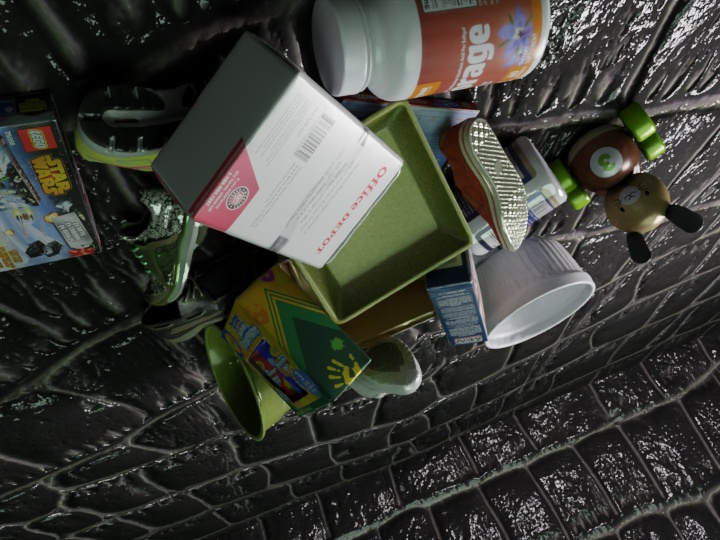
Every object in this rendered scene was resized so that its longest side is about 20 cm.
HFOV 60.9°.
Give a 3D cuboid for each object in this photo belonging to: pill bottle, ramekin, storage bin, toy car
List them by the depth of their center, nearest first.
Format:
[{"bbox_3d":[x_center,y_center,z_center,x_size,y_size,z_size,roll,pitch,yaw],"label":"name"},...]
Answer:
[{"bbox_3d":[0.062,-0.219,0.565,0.199,0.113,0.112,-15,152,-17],"label":"pill bottle"},{"bbox_3d":[0.000,0.000,0.852,0.197,0.094,0.201,-22,130,-2],"label":"storage bin"},{"bbox_3d":[0.183,-0.093,0.888,0.200,0.112,0.111,-35,151,21],"label":"pill bottle"},{"bbox_3d":[0.409,-0.114,0.928,0.164,0.201,0.157,-37,150,24],"label":"toy car"},{"bbox_3d":[0.269,0.033,1.008,0.199,0.105,0.201,-20,154,-11],"label":"ramekin"}]

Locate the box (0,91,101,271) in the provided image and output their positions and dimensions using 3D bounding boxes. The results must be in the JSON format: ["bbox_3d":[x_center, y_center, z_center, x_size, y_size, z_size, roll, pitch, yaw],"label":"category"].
[{"bbox_3d":[-0.339,-0.074,0.584,0.136,0.040,0.200,-13,151,-19],"label":"box"}]

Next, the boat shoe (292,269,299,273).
[{"bbox_3d":[-0.048,0.013,0.942,0.199,0.068,0.072,3,145,-39],"label":"boat shoe"}]

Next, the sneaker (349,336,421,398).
[{"bbox_3d":[0.028,0.151,0.910,0.078,0.200,0.100,-43,118,-23],"label":"sneaker"}]

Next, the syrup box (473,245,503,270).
[{"bbox_3d":[0.167,-0.027,1.022,0.199,0.082,0.079,-7,149,-27],"label":"syrup box"}]

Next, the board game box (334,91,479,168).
[{"bbox_3d":[0.042,-0.166,0.744,0.199,0.020,0.103,-5,146,-32],"label":"board game box"}]

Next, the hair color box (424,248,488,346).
[{"bbox_3d":[0.132,0.021,0.849,0.060,0.101,0.200,-10,151,12],"label":"hair color box"}]

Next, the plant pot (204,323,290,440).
[{"bbox_3d":[-0.126,0.144,1.007,0.189,0.201,0.200,-22,155,-28],"label":"plant pot"}]

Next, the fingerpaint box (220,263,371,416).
[{"bbox_3d":[-0.095,0.102,0.805,0.073,0.167,0.200,-44,180,-25],"label":"fingerpaint box"}]

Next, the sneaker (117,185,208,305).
[{"bbox_3d":[-0.240,-0.035,0.717,0.088,0.077,0.200,9,134,-27],"label":"sneaker"}]

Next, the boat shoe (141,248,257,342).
[{"bbox_3d":[-0.223,0.037,0.837,0.200,0.075,0.073,-38,150,22],"label":"boat shoe"}]

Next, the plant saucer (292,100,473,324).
[{"bbox_3d":[0.005,-0.068,0.721,0.199,0.048,0.200,-31,114,0],"label":"plant saucer"}]

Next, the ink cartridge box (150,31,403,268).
[{"bbox_3d":[-0.065,-0.097,0.568,0.146,0.085,0.200,-51,149,9],"label":"ink cartridge box"}]

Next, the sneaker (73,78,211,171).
[{"bbox_3d":[-0.177,-0.133,0.588,0.199,0.079,0.090,-6,174,-41],"label":"sneaker"}]

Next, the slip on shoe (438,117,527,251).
[{"bbox_3d":[0.162,-0.107,0.786,0.061,0.074,0.200,3,139,47],"label":"slip on shoe"}]
